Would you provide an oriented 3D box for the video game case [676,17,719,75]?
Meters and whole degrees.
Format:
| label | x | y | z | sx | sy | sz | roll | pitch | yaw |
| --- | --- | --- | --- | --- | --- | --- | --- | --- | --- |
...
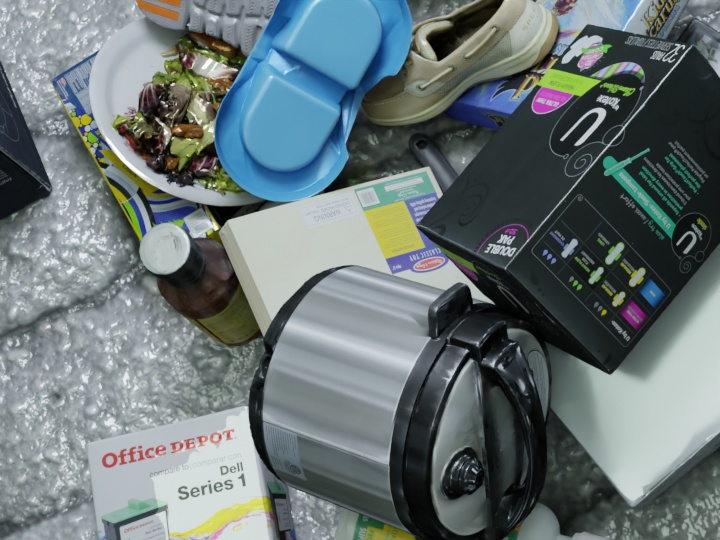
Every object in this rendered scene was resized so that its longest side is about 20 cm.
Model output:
| label | x | y | z | sx | sy | sz | roll | pitch | yaw |
| --- | --- | --- | --- | --- | --- | --- | --- | --- | --- |
| video game case | 0.288 | -0.078 | 1.362 | 0.180 | 0.026 | 0.200 | 35 | 85 | 18 |

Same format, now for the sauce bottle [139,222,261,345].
| label | x | y | z | sx | sy | sz | roll | pitch | yaw |
| --- | --- | --- | --- | --- | --- | --- | --- | --- | --- |
| sauce bottle | -0.123 | 0.010 | 1.335 | 0.066 | 0.200 | 0.066 | -3 | 75 | 9 |

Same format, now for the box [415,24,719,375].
| label | x | y | z | sx | sy | sz | roll | pitch | yaw |
| --- | --- | --- | --- | --- | --- | --- | --- | --- | --- |
| box | 0.167 | -0.054 | 1.186 | 0.124 | 0.148 | 0.200 | 43 | 85 | -25 |

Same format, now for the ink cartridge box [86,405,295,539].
| label | x | y | z | sx | sy | sz | roll | pitch | yaw |
| --- | --- | --- | --- | --- | --- | --- | --- | --- | --- |
| ink cartridge box | -0.129 | 0.222 | 1.342 | 0.144 | 0.084 | 0.201 | -13 | 73 | 8 |

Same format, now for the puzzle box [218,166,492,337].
| label | x | y | z | sx | sy | sz | roll | pitch | yaw |
| --- | --- | --- | --- | --- | --- | --- | --- | --- | --- |
| puzzle box | 0.000 | 0.000 | 1.340 | 0.199 | 0.025 | 0.134 | -16 | 74 | -31 |

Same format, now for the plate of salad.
| label | x | y | z | sx | sy | sz | roll | pitch | yaw |
| --- | --- | --- | --- | --- | --- | --- | --- | --- | --- |
| plate of salad | -0.125 | -0.142 | 1.397 | 0.199 | 0.048 | 0.201 | 11 | 55 | -17 |

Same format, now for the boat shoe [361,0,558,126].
| label | x | y | z | sx | sy | sz | roll | pitch | yaw |
| --- | --- | --- | --- | --- | --- | --- | --- | --- | --- |
| boat shoe | 0.064 | -0.175 | 1.353 | 0.199 | 0.065 | 0.072 | -18 | 50 | 43 |

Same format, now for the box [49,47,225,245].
| label | x | y | z | sx | sy | sz | roll | pitch | yaw |
| --- | --- | --- | --- | --- | --- | --- | --- | --- | --- |
| box | -0.182 | -0.088 | 1.424 | 0.064 | 0.070 | 0.200 | -32 | 71 | 2 |

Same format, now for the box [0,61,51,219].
| label | x | y | z | sx | sy | sz | roll | pitch | yaw |
| --- | --- | --- | --- | --- | --- | --- | --- | --- | --- |
| box | -0.380 | -0.153 | 1.433 | 0.124 | 0.197 | 0.201 | -27 | 72 | 5 |

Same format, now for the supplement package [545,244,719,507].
| label | x | y | z | sx | sy | sz | roll | pitch | yaw |
| --- | --- | --- | --- | --- | --- | --- | --- | --- | --- |
| supplement package | 0.238 | 0.056 | 1.275 | 0.200 | 0.111 | 0.156 | -42 | 74 | 8 |

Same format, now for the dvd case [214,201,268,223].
| label | x | y | z | sx | sy | sz | roll | pitch | yaw |
| --- | --- | --- | --- | --- | --- | --- | --- | --- | --- |
| dvd case | -0.136 | -0.121 | 1.469 | 0.149 | 0.016 | 0.200 | -44 | 71 | -2 |

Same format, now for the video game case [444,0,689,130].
| label | x | y | z | sx | sy | sz | roll | pitch | yaw |
| --- | --- | --- | --- | --- | --- | --- | --- | --- | --- |
| video game case | 0.160 | -0.194 | 1.352 | 0.200 | 0.045 | 0.182 | 22 | 80 | 55 |

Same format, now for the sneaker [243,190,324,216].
| label | x | y | z | sx | sy | sz | roll | pitch | yaw |
| --- | --- | --- | --- | --- | --- | --- | --- | --- | --- |
| sneaker | -0.014 | 0.015 | 1.378 | 0.081 | 0.077 | 0.200 | -34 | 75 | -6 |

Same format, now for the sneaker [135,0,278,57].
| label | x | y | z | sx | sy | sz | roll | pitch | yaw |
| --- | --- | --- | --- | --- | --- | --- | --- | --- | --- |
| sneaker | -0.081 | -0.234 | 1.414 | 0.199 | 0.078 | 0.112 | 24 | 39 | 8 |

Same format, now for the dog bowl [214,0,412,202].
| label | x | y | z | sx | sy | sz | roll | pitch | yaw |
| --- | --- | --- | --- | --- | --- | --- | --- | --- | --- |
| dog bowl | -0.041 | -0.153 | 1.333 | 0.111 | 0.050 | 0.201 | 27 | 99 | -18 |

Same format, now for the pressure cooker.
| label | x | y | z | sx | sy | sz | roll | pitch | yaw |
| --- | --- | --- | --- | --- | --- | --- | --- | --- | --- |
| pressure cooker | 0.043 | 0.100 | 1.192 | 0.199 | 0.176 | 0.179 | 16 | 80 | 35 |

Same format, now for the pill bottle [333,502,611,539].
| label | x | y | z | sx | sy | sz | roll | pitch | yaw |
| --- | --- | --- | --- | --- | --- | --- | --- | --- | --- |
| pill bottle | 0.086 | 0.223 | 1.281 | 0.199 | 0.113 | 0.113 | 12 | 79 | 14 |

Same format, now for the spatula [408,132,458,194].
| label | x | y | z | sx | sy | sz | roll | pitch | yaw |
| --- | --- | --- | --- | --- | --- | --- | --- | --- | --- |
| spatula | 0.101 | -0.037 | 1.393 | 0.056 | 0.021 | 0.200 | -35 | 70 | -5 |
